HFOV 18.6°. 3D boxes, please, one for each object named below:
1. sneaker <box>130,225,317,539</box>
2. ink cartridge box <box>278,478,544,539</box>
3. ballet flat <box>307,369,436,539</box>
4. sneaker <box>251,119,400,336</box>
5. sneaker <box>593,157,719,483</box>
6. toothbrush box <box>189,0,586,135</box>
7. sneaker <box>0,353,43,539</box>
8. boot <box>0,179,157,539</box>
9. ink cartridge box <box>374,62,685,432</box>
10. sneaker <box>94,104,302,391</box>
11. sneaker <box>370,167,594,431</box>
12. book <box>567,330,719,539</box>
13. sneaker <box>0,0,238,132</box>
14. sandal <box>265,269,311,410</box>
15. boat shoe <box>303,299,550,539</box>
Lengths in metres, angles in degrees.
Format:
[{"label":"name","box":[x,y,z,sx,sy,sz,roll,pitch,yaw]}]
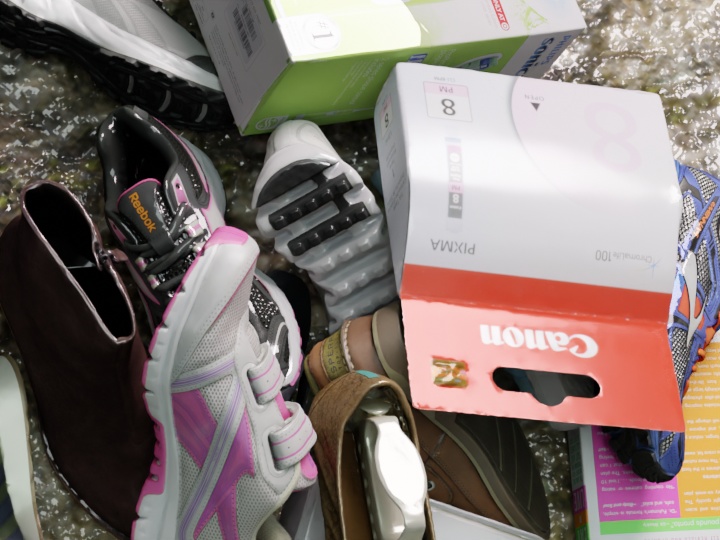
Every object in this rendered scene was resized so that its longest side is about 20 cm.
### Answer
[{"label":"sneaker","box":[-0.062,0.074,1.116,0.088,0.081,0.201,9,113,6]},{"label":"ink cartridge box","box":[0.007,0.228,1.216,0.146,0.083,0.201,20,74,-9]},{"label":"ballet flat","box":[0.018,0.145,1.112,0.067,0.072,0.201,-3,75,-20]},{"label":"sneaker","box":[0.000,0.000,1.249,0.075,0.081,0.201,-24,120,4]},{"label":"sneaker","box":[0.185,0.025,1.271,0.078,0.075,0.201,10,73,-10]},{"label":"toothbrush box","box":[0.007,-0.171,1.269,0.199,0.086,0.146,-9,68,-30]},{"label":"sneaker","box":[-0.219,0.145,1.187,0.089,0.067,0.201,-4,72,-24]},{"label":"boot","box":[-0.139,0.057,1.177,0.072,0.166,0.201,-28,85,-17]},{"label":"ink cartridge box","box":[0.098,-0.016,1.188,0.162,0.057,0.201,6,49,-17]},{"label":"sneaker","box":[-0.103,-0.008,1.204,0.080,0.086,0.200,-34,55,4]},{"label":"sneaker","box":[0.069,0.011,1.289,0.082,0.074,0.201,-30,73,24]},{"label":"book","box":[0.188,0.081,1.311,0.133,0.048,0.201,0,76,-11]},{"label":"sneaker","box":[-0.139,-0.147,1.274,0.199,0.074,0.080,29,68,-5]},{"label":"sandal","box":[-0.058,0.097,1.225,0.043,0.076,0.201,6,66,23]},{"label":"boat shoe","box":[0.040,0.092,1.237,0.068,0.200,0.072,-23,38,19]}]
